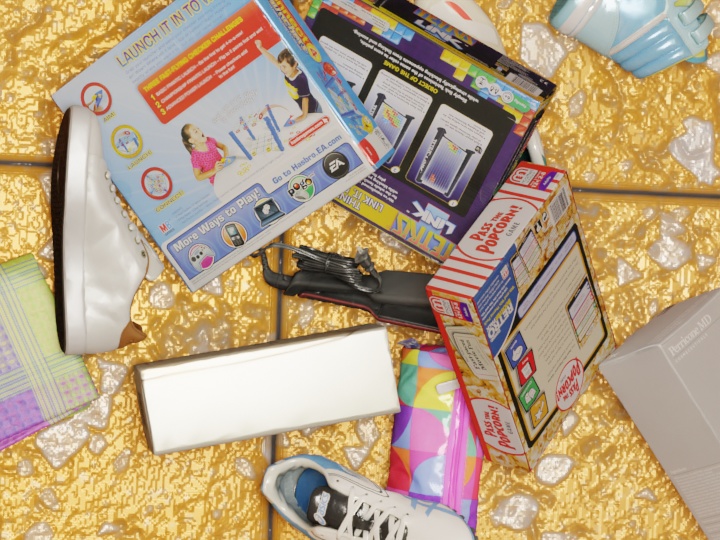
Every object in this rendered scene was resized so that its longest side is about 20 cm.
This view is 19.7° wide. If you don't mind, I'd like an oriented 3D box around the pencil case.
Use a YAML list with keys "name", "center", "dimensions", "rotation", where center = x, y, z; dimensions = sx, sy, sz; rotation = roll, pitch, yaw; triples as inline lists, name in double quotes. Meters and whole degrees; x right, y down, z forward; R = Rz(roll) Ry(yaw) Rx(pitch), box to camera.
- name: "pencil case"
  center: [0.063, 0.152, 1.695]
  dimensions: [0.088, 0.088, 0.200]
  rotation: [5, 92, -9]

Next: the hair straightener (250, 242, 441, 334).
- name: "hair straightener"
  center: [0.000, 0.000, 1.669]
  dimensions: [0.200, 0.077, 0.041]
  rotation: [15, 51, 19]

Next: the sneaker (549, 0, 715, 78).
- name: "sneaker"
  center: [0.265, -0.249, 1.725]
  dimensions: [0.131, 0.080, 0.200]
  rotation: [37, 101, -8]

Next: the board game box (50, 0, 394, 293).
- name: "board game box"
  center: [-0.109, -0.116, 1.633]
  dimensions: [0.200, 0.056, 0.196]
  rotation: [-32, 96, 26]

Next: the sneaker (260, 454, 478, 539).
- name: "sneaker"
  center: [0.004, 0.200, 1.640]
  dimensions: [0.200, 0.072, 0.072]
  rotation: [18, 96, 36]

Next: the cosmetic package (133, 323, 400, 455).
- name: "cosmetic package"
  center: [-0.077, 0.095, 1.665]
  dimensions: [0.200, 0.104, 0.073]
  rotation: [-11, 91, -10]

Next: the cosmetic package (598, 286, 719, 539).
- name: "cosmetic package"
  center: [0.300, 0.126, 1.718]
  dimensions: [0.107, 0.090, 0.200]
  rotation: [-39, 100, -37]

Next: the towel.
- name: "towel"
  center: [-0.328, 0.085, 1.665]
  dimensions: [0.200, 0.023, 0.144]
  rotation: [-25, 93, -9]

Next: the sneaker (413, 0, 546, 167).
- name: "sneaker"
  center: [0.105, -0.146, 1.697]
  dimensions: [0.070, 0.093, 0.200]
  rotation: [-23, 94, -8]

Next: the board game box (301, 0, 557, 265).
- name: "board game box"
  center: [0.031, -0.121, 1.645]
  dimensions: [0.200, 0.057, 0.165]
  rotation: [31, 118, 7]

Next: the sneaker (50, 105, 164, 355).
- name: "sneaker"
  center: [-0.201, -0.034, 1.642]
  dimensions: [0.085, 0.073, 0.200]
  rotation: [-4, 106, -15]

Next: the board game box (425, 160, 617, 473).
- name: "board game box"
  center: [0.132, 0.038, 1.643]
  dimensions: [0.152, 0.046, 0.200]
  rotation: [-51, 138, -31]
